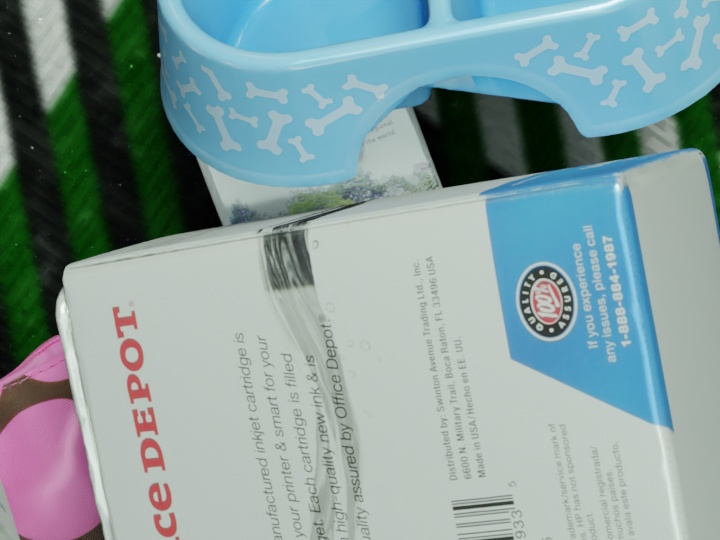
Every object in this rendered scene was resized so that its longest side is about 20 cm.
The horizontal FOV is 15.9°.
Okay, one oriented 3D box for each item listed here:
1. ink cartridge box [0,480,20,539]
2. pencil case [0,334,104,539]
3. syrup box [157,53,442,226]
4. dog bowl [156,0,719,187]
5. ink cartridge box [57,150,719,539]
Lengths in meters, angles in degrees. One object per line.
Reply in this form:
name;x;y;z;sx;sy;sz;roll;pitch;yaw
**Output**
ink cartridge box;-0.219;0.026;0.884;0.144;0.084;0.201;-23;61;-1
pencil case;-0.162;0.093;0.935;0.199;0.091;0.094;-25;96;-3
syrup box;0.000;0.000;0.935;0.078;0.081;0.201;-21;93;3
dog bowl;0.027;-0.093;0.824;0.198;0.050;0.112;-9;52;6
ink cartridge box;0.017;0.050;0.824;0.199;0.084;0.146;-8;95;27
